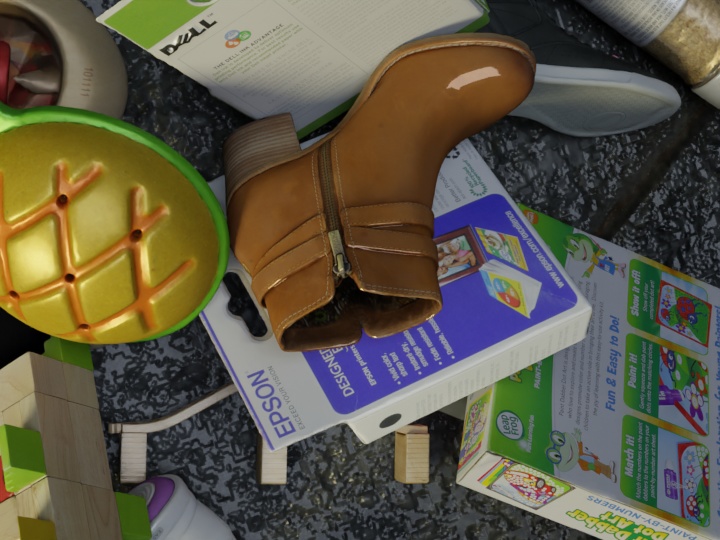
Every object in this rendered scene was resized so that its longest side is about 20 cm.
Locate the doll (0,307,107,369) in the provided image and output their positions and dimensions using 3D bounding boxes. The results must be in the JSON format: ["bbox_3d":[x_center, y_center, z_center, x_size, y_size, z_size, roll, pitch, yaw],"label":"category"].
[{"bbox_3d":[-0.238,0.020,0.788,0.199,0.048,0.137,5,108,-15],"label":"doll"}]

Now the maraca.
[{"bbox_3d":[-0.167,-0.031,0.727,0.200,0.107,0.137,25,115,-14],"label":"maraca"}]

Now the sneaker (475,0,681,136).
[{"bbox_3d":[0.120,-0.147,0.868,0.200,0.071,0.099,5,64,-28],"label":"sneaker"}]

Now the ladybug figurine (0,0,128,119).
[{"bbox_3d":[-0.237,-0.112,0.784,0.199,0.072,0.136,9,87,-13],"label":"ladybug figurine"}]

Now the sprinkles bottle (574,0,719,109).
[{"bbox_3d":[0.181,-0.187,0.883,0.200,0.068,0.068,34,81,-10],"label":"sprinkles bottle"}]

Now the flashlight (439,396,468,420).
[{"bbox_3d":[0.064,0.076,0.852,0.200,0.068,0.068,22,126,-8],"label":"flashlight"}]

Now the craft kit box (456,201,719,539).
[{"bbox_3d":[0.164,0.074,0.829,0.197,0.049,0.200,25,47,-12],"label":"craft kit box"}]

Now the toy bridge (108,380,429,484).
[{"bbox_3d":[-0.056,0.099,0.841,0.199,0.027,0.067,2,87,-13],"label":"toy bridge"}]

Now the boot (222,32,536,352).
[{"bbox_3d":[0.022,-0.045,0.747,0.200,0.077,0.155,-17,48,-2],"label":"boot"}]

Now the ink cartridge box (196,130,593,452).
[{"bbox_3d":[0.000,0.000,0.795,0.200,0.043,0.198,-22,54,-13],"label":"ink cartridge box"}]

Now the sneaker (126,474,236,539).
[{"bbox_3d":[-0.147,0.220,0.793,0.200,0.075,0.100,-47,116,-2],"label":"sneaker"}]

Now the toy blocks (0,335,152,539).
[{"bbox_3d":[-0.202,0.145,0.752,0.137,0.100,0.200,-30,59,24],"label":"toy blocks"}]

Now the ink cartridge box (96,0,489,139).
[{"bbox_3d":[-0.038,-0.163,0.739,0.148,0.200,0.076,-30,65,18],"label":"ink cartridge box"}]
